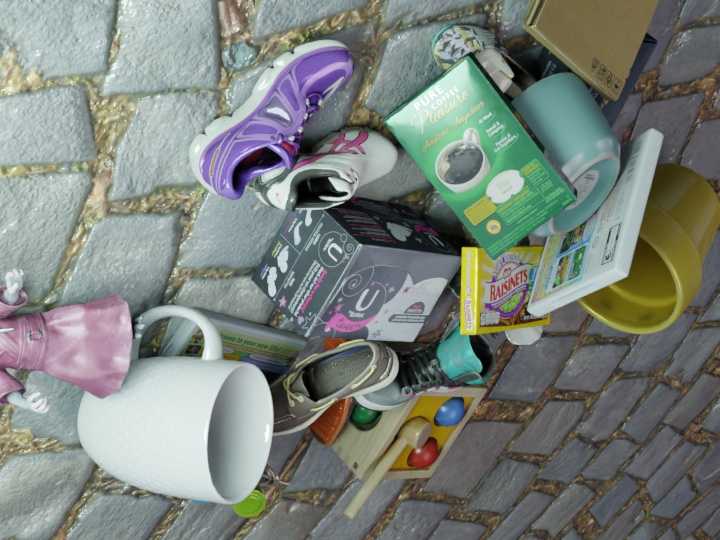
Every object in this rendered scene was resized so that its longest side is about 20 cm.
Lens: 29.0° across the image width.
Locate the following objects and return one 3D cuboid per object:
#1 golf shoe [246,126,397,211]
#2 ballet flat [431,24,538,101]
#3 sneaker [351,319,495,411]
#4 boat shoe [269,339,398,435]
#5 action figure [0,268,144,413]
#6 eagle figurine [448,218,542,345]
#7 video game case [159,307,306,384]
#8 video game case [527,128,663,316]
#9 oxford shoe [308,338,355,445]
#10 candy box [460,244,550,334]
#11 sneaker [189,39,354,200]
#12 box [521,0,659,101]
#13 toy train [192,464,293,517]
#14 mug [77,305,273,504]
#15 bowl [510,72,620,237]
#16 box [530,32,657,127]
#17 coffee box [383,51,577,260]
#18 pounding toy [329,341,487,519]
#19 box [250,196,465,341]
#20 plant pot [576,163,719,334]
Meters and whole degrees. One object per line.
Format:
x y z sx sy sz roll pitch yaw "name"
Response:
-0.030 -0.098 1.478 0.199 0.092 0.073 -16 135 -39 "golf shoe"
0.155 -0.219 1.572 0.072 0.072 0.200 -52 146 9 "ballet flat"
0.090 0.116 1.693 0.199 0.084 0.121 -10 163 -39 "sneaker"
-0.054 0.135 1.630 0.199 0.072 0.060 -24 154 16 "boat shoe"
-0.320 0.062 1.353 0.199 0.149 0.135 5 93 -29 "action figure"
0.149 0.007 1.754 0.150 0.152 0.200 -15 145 -8 "eagle figurine"
-0.175 0.135 1.625 0.200 0.022 0.182 18 111 -53 "video game case"
0.280 -0.055 1.665 0.182 0.024 0.201 -33 -147 58 "video game case"
-0.014 0.137 1.760 0.073 0.071 0.201 -15 135 -43 "oxford shoe"
0.178 0.021 1.681 0.200 0.026 0.103 -4 93 -57 "candy box"
-0.075 -0.144 1.387 0.200 0.083 0.081 -45 147 -4 "sneaker"
0.272 -0.308 1.586 0.200 0.021 0.164 28 84 -47 "box"
-0.134 0.242 1.607 0.200 0.116 0.085 32 104 -32 "toy train"
-0.200 0.137 1.471 0.148 0.175 0.201 4 90 -66 "mug"
0.225 -0.117 1.616 0.201 0.105 0.201 -34 151 -22 "bowl"
0.263 -0.212 1.713 0.157 0.051 0.200 -4 129 -47 "box"
0.133 -0.126 1.523 0.123 0.200 0.044 -37 -172 20 "coffee box"
0.048 0.208 1.834 0.200 0.142 0.184 7 119 -50 "pounding toy"
0.000 0.000 1.590 0.200 0.115 0.132 7 120 -50 "box"
0.399 -0.046 1.924 0.189 0.200 0.201 -44 150 -33 "plant pot"
